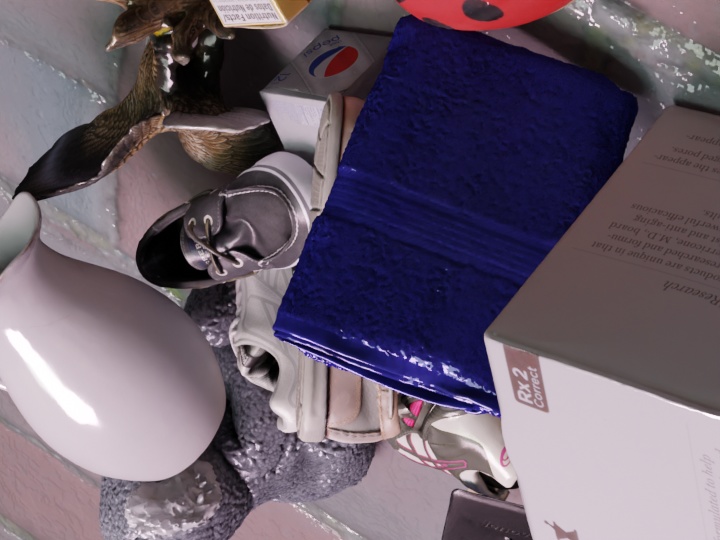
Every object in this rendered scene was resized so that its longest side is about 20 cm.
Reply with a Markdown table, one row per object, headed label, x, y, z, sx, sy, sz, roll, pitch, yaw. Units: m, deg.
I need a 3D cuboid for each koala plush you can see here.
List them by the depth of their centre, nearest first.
| label | x | y | z | sx | sy | sz | roll | pitch | yaw |
| --- | --- | --- | --- | --- | --- | --- | --- | --- | --- |
| koala plush | -0.106 | 0.134 | 1.742 | 0.184 | 0.200 | 0.177 | 41 | 148 | 1 |

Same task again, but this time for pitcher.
| label | x | y | z | sx | sy | sz | roll | pitch | yaw |
| --- | --- | --- | --- | --- | --- | --- | --- | --- | --- |
| pitcher | -0.199 | 0.055 | 1.602 | 0.171 | 0.122 | 0.200 | -21 | 132 | 36 |

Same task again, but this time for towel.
| label | x | y | z | sx | sy | sz | roll | pitch | yaw |
| --- | --- | --- | --- | --- | --- | --- | --- | --- | --- |
| towel | 0.054 | -0.027 | 1.361 | 0.147 | 0.201 | 0.050 | 20 | 169 | 7 |

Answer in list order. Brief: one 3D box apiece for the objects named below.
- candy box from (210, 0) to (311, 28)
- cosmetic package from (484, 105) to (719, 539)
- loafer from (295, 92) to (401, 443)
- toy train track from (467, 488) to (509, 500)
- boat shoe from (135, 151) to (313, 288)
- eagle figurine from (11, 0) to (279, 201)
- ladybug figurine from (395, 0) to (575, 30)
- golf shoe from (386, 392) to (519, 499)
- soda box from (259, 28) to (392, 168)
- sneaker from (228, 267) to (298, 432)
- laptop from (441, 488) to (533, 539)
| label | x | y | z | sx | sy | sz | roll | pitch | yaw |
| --- | --- | --- | --- | --- | --- | --- | --- | --- | --- |
| candy box | -0.065 | -0.243 | 1.326 | 0.056 | 0.117 | 0.201 | 5 | 134 | 44 |
| cosmetic package | 0.193 | 0.049 | 1.311 | 0.164 | 0.200 | 0.165 | 17 | 141 | 33 |
| loafer | 0.000 | 0.000 | 1.429 | 0.062 | 0.201 | 0.072 | 5 | -172 | -5 |
| toy train track | 0.022 | 0.084 | 1.663 | 0.200 | 0.032 | 0.115 | 49 | 161 | 11 |
| boat shoe | -0.084 | -0.023 | 1.538 | 0.200 | 0.066 | 0.070 | -8 | 111 | 61 |
| eagle figurine | -0.122 | -0.101 | 1.555 | 0.151 | 0.151 | 0.201 | 27 | 136 | 7 |
| ladybug figurine | 0.065 | -0.185 | 1.295 | 0.136 | 0.072 | 0.200 | 43 | 149 | -1 |
| golf shoe | 0.065 | 0.105 | 1.515 | 0.088 | 0.077 | 0.200 | 54 | 177 | 10 |
| soda box | 0.014 | -0.046 | 1.520 | 0.063 | 0.068 | 0.201 | 12 | 137 | 41 |
| sneaker | -0.054 | 0.024 | 1.611 | 0.200 | 0.081 | 0.075 | 58 | 175 | 43 |
| laptop | 0.143 | 0.187 | 1.563 | 0.186 | 0.200 | 0.117 | 14 | 102 | 5 |
